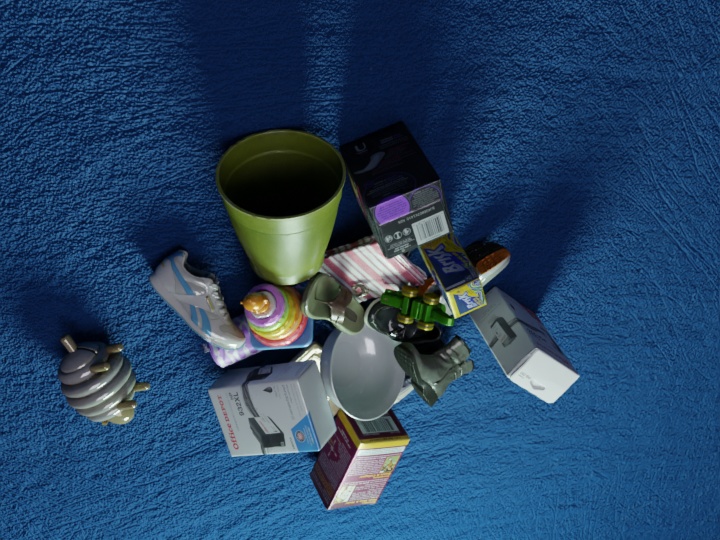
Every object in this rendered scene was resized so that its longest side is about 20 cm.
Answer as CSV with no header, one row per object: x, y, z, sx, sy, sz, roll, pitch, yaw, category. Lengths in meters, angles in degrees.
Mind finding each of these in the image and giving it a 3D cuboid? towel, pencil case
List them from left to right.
-0.186,0.103,1.532,0.198,0.086,0.084,-22,166,-2,pencil case
0.000,0.000,1.496,0.198,0.030,0.146,-16,138,33,towel

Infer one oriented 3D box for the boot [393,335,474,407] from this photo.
0.144,0.165,1.623,0.130,0.068,0.201,-41,139,-10,boot

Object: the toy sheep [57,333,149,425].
-0.456,0.188,1.473,0.137,0.138,0.202,-24,114,1,toy sheep

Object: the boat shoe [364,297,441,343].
0.086,0.101,1.583,0.199,0.066,0.075,27,94,-51,boat shoe

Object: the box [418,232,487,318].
0.151,-0.013,1.474,0.064,0.201,0.070,-24,131,0,box

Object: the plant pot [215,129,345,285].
-0.122,-0.085,1.355,0.198,0.202,0.194,-10,139,-10,plant pot

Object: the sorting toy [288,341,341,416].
-0.099,0.234,1.685,0.185,0.037,0.199,-42,131,14,sorting toy

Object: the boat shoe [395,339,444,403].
0.085,0.191,1.690,0.199,0.075,0.093,-29,125,-8,boat shoe

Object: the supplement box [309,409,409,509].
-0.003,0.390,1.768,0.130,0.103,0.201,3,124,-35,supplement box

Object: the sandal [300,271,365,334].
-0.036,0.059,1.463,0.200,0.057,0.081,31,74,-54,sandal

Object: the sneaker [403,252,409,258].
0.060,-0.048,1.492,0.079,0.087,0.202,-9,127,-10,sneaker

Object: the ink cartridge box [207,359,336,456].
-0.163,0.256,1.562,0.198,0.084,0.147,-10,106,26,ink cartridge box

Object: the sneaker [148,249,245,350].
-0.263,0.054,1.437,0.081,0.077,0.200,-43,103,6,sneaker

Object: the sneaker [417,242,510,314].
0.203,0.024,1.610,0.199,0.076,0.092,-32,136,16,sneaker

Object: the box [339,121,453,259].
0.055,-0.132,1.357,0.121,0.201,0.107,-21,129,-1,box

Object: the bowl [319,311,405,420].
-0.011,0.179,1.608,0.200,0.090,0.204,3,86,-44,bowl

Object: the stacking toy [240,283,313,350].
-0.154,0.063,1.391,0.115,0.111,0.200,-5,167,10,stacking toy

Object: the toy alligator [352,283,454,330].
0.082,0.055,1.484,0.054,0.198,0.060,-16,120,-59,toy alligator

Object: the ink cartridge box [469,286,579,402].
0.314,0.143,1.641,0.145,0.201,0.085,31,112,-33,ink cartridge box
